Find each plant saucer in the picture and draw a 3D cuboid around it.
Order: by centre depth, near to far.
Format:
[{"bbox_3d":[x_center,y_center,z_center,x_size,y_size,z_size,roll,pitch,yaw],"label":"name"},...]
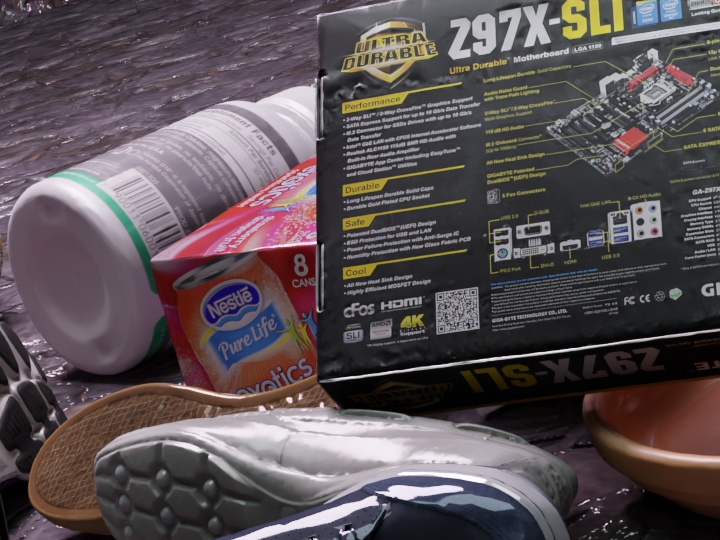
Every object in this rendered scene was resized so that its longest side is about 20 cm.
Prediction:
[{"bbox_3d":[0.183,0.045,0.788,0.198,0.038,0.200,-15,15,4],"label":"plant saucer"}]

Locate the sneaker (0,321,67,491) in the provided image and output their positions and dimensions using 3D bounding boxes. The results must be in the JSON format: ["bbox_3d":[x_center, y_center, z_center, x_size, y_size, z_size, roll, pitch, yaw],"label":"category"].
[{"bbox_3d":[-0.199,0.084,0.976,0.083,0.081,0.200,-27,5,21],"label":"sneaker"}]

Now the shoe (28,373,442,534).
[{"bbox_3d":[-0.052,0.082,0.883,0.199,0.053,0.070,-12,47,29],"label":"shoe"}]

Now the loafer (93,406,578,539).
[{"bbox_3d":[-0.013,0.085,0.791,0.199,0.071,0.070,4,17,34],"label":"loafer"}]

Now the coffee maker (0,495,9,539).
[{"bbox_3d":[-0.223,0.116,0.740,0.198,0.136,0.192,-12,13,17],"label":"coffee maker"}]

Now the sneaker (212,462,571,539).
[{"bbox_3d":[-0.045,0.119,0.638,0.201,0.078,0.146,-18,0,31],"label":"sneaker"}]

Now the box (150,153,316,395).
[{"bbox_3d":[0.000,0.000,1.026,0.099,0.096,0.200,-5,18,32],"label":"box"}]

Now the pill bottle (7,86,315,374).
[{"bbox_3d":[-0.089,-0.028,1.193,0.113,0.114,0.199,0,20,46],"label":"pill bottle"}]

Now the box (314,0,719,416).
[{"bbox_3d":[0.081,-0.035,0.805,0.198,0.161,0.049,-9,-27,16],"label":"box"}]

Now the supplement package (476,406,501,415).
[{"bbox_3d":[0.104,-0.041,0.971,0.117,0.117,0.200,-31,5,33],"label":"supplement package"}]

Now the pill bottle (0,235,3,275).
[{"bbox_3d":[-0.276,-0.002,1.295,0.110,0.112,0.200,-16,14,-1],"label":"pill bottle"}]
